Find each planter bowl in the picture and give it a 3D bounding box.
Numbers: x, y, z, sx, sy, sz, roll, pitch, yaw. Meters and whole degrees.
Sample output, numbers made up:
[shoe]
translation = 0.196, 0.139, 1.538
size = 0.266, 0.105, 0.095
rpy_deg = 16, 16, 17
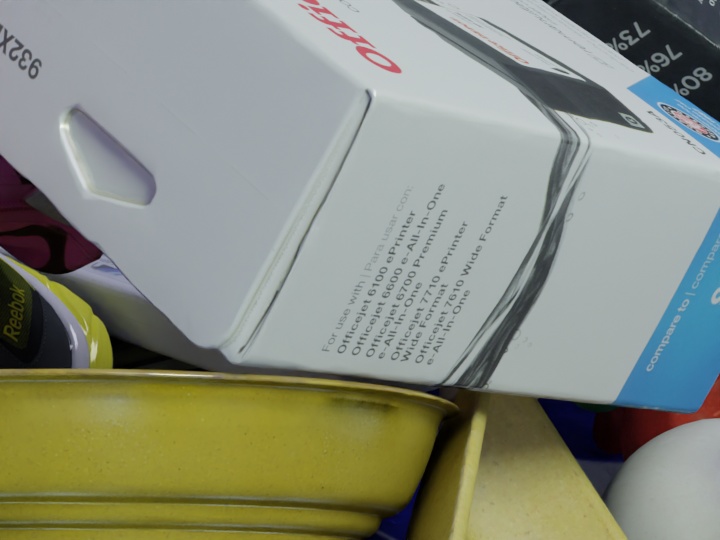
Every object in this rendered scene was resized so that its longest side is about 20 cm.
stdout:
[planter bowl]
translation = -0.072, 0.078, 0.722
size = 0.200, 0.083, 0.200
rpy_deg = 0, -8, 0

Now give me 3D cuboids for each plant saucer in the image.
[plant saucer]
translation = 0.064, 0.141, 0.717
size = 0.200, 0.048, 0.200
rpy_deg = 57, 14, -11

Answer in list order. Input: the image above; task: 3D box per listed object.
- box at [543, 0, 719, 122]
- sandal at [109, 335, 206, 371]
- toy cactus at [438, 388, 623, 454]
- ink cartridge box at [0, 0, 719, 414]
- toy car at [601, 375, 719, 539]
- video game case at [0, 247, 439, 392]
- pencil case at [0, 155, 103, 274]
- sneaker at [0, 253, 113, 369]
[box]
translation = 0.130, -0.072, 1.034
size = 0.200, 0.148, 0.104
rpy_deg = 32, 50, -23
[sandal]
translation = -0.052, 0.037, 0.931
size = 0.201, 0.057, 0.080
rpy_deg = -4, 13, -25
[toy cactus]
translation = 0.058, 0.016, 1.081
size = 0.200, 0.102, 0.165
rpy_deg = 49, 35, -18
[ink cartridge box]
translation = 0.009, -0.035, 0.736
size = 0.200, 0.084, 0.145
rpy_deg = 9, 25, -47
[toy car]
translation = 0.134, 0.090, 0.935
size = 0.184, 0.177, 0.200
rpy_deg = 51, 57, -7
[video game case]
translation = 0.000, 0.000, 0.899
size = 0.182, 0.023, 0.200
rpy_deg = -14, 19, -38
[pencil case]
translation = -0.153, -0.037, 0.740
size = 0.200, 0.091, 0.094
rpy_deg = -2, 46, -47
[sneaker]
translation = -0.169, -0.009, 0.861
size = 0.200, 0.074, 0.085
rpy_deg = 28, -2, 30
